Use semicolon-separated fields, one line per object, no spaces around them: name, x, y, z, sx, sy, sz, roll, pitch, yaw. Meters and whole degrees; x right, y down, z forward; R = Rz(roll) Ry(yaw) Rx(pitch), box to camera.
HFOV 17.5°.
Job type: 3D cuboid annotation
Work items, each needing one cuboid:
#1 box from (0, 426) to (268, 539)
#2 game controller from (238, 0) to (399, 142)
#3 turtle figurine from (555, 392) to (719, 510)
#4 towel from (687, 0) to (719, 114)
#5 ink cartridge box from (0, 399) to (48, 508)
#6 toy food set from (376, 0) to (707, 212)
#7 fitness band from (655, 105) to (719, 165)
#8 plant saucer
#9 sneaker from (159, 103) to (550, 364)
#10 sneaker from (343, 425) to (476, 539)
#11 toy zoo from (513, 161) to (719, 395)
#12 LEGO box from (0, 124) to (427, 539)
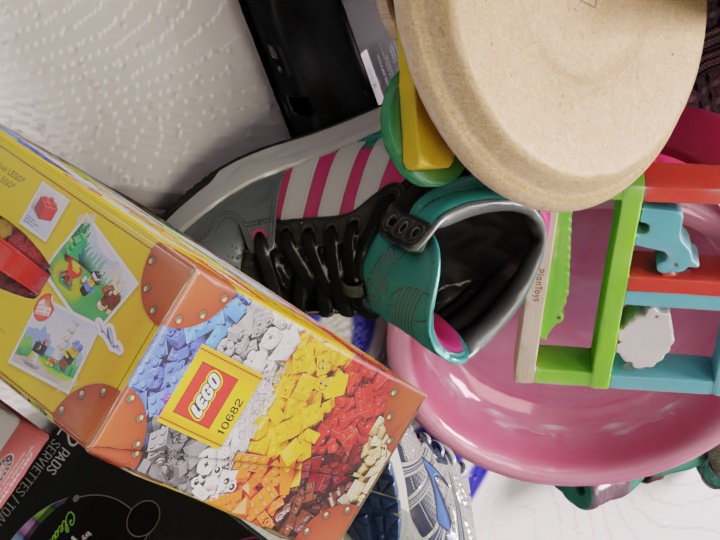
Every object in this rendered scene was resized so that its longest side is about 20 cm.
box;-0.113;0.192;1.040;0.201;0.148;0.124;-54;138;-7
game controller;0.005;-0.096;1.083;0.104;0.042;0.201;-51;139;-31
turtle figurine;0.205;0.072;1.316;0.199;0.101;0.151;-11;115;-31
towel;0.166;-0.117;1.217;0.192;0.034;0.201;-29;130;-29
ink cartridge box;-0.208;0.075;0.895;0.117;0.067;0.200;-55;162;-6
toy food set;0.076;-0.125;0.989;0.197;0.048;0.202;-3;92;-44
fitness band;0.203;-0.015;1.184;0.037;0.143;0.200;-50;132;-11
plant saucer;0.112;0.023;1.168;0.199;0.051;0.202;0;131;0
sneaker;0.000;0.000;1.028;0.199;0.121;0.084;-26;131;-3
sneaker;0.012;0.111;1.178;0.085;0.077;0.201;-55;132;-48
toy zoo;0.177;0.007;1.103;0.198;0.021;0.132;3;132;0
LEGO box;-0.095;0.017;0.925;0.149;0.200;0.078;31;91;-48
